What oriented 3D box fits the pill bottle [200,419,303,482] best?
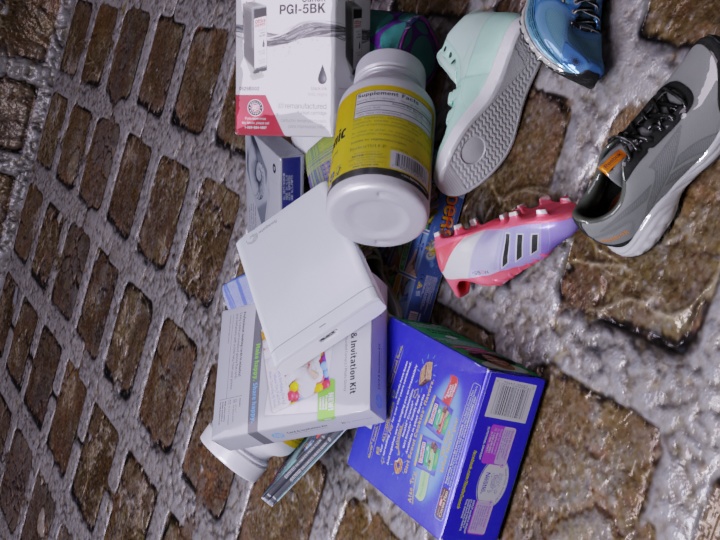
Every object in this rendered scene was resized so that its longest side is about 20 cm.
[{"bbox_3d":[-0.093,0.140,1.299,0.201,0.112,0.112,-53,32,-2],"label":"pill bottle"}]

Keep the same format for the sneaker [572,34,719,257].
[{"bbox_3d":[0.249,-0.104,0.939,0.202,0.078,0.074,-63,31,20],"label":"sneaker"}]

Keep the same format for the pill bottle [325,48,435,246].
[{"bbox_3d":[0.026,-0.137,1.199,0.111,0.110,0.203,-38,36,47],"label":"pill bottle"}]

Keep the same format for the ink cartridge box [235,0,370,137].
[{"bbox_3d":[-0.068,-0.257,1.293,0.145,0.082,0.204,5,98,31],"label":"ink cartridge box"}]

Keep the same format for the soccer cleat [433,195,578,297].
[{"bbox_3d":[0.150,-0.022,1.108,0.199,0.066,0.078,-13,99,52],"label":"soccer cleat"}]

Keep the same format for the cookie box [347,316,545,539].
[{"bbox_3d":[0.080,0.155,1.129,0.199,0.074,0.174,26,101,60],"label":"cookie box"}]

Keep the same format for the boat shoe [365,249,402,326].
[{"bbox_3d":[0.000,0.000,1.280,0.062,0.072,0.202,-40,53,26],"label":"boat shoe"}]

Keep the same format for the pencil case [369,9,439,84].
[{"bbox_3d":[-0.007,-0.274,1.353,0.198,0.092,0.086,12,128,33],"label":"pencil case"}]

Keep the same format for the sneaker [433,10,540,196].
[{"bbox_3d":[0.116,-0.183,1.198,0.118,0.073,0.203,32,97,52],"label":"sneaker"}]

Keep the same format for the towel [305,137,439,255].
[{"bbox_3d":[0.007,-0.103,1.283,0.142,0.023,0.202,-32,46,14],"label":"towel"}]

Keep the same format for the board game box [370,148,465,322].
[{"bbox_3d":[0.057,-0.043,1.286,0.135,0.034,0.203,26,102,60],"label":"board game box"}]

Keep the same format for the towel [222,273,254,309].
[{"bbox_3d":[-0.119,0.099,1.420,0.146,0.024,0.203,-19,87,59],"label":"towel"}]

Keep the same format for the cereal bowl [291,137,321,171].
[{"bbox_3d":[-0.036,-0.215,1.467,0.199,0.082,0.203,-29,56,53],"label":"cereal bowl"}]

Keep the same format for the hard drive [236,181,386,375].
[{"bbox_3d":[-0.059,0.003,1.212,0.131,0.027,0.201,-33,43,9],"label":"hard drive"}]

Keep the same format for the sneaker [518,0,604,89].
[{"bbox_3d":[0.205,-0.269,1.081,0.090,0.077,0.203,-37,48,43],"label":"sneaker"}]

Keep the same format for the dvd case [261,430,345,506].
[{"bbox_3d":[-0.036,0.174,1.300,0.200,0.022,0.146,-49,4,38],"label":"dvd case"}]

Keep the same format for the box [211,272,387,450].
[{"bbox_3d":[-0.065,0.100,1.203,0.197,0.041,0.158,-13,59,25],"label":"box"}]

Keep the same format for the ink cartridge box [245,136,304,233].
[{"bbox_3d":[-0.130,-0.096,1.559,0.200,0.040,0.203,-136,43,-58],"label":"ink cartridge box"}]
